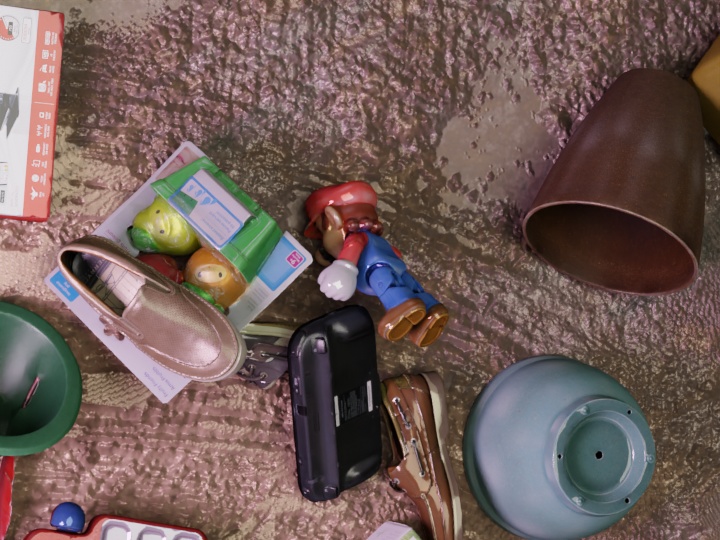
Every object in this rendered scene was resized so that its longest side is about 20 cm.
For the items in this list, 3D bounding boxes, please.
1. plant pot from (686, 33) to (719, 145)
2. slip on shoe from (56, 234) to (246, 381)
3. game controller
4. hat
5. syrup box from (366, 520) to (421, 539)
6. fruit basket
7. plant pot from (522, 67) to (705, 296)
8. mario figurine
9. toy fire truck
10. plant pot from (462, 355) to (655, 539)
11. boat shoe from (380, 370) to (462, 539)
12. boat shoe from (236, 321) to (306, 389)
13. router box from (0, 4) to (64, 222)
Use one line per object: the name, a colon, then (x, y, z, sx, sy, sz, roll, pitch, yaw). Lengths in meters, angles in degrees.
plant pot: (0.464, -0.211, 1.863, 0.194, 0.200, 0.196, 47, 59, -13)
slip on shoe: (-0.195, 0.034, 1.596, 0.200, 0.061, 0.076, 39, 96, 13)
game controller: (-0.023, 0.134, 1.731, 0.104, 0.042, 0.201, -27, 124, -41)
hat: (-0.370, 0.156, 1.649, 0.165, 0.176, 0.200, 20, 44, -17)
syrup box: (-0.010, 0.349, 1.743, 0.200, 0.081, 0.079, -40, 100, -16)
fruit basket: (-0.177, -0.004, 1.659, 0.200, 0.094, 0.185, -42, 69, -13)
plant pot: (0.288, -0.106, 1.831, 0.187, 0.187, 0.200, 28, 65, -17)
mario figurine: (0.000, 0.000, 1.728, 0.106, 0.124, 0.200, -28, 57, -10)
toy fire truck: (-0.253, 0.310, 1.641, 0.199, 0.112, 0.169, 14, 78, -20)
plant pot: (0.224, 0.189, 1.807, 0.200, 0.134, 0.201, 1, 88, -20)
boat shoe: (0.058, 0.206, 1.784, 0.068, 0.072, 0.201, -7, 81, -17)
boat shoe: (-0.092, 0.085, 1.725, 0.200, 0.072, 0.066, 1, 83, -25)
router box: (-0.378, -0.152, 1.636, 0.179, 0.049, 0.201, 4, 87, -20)
